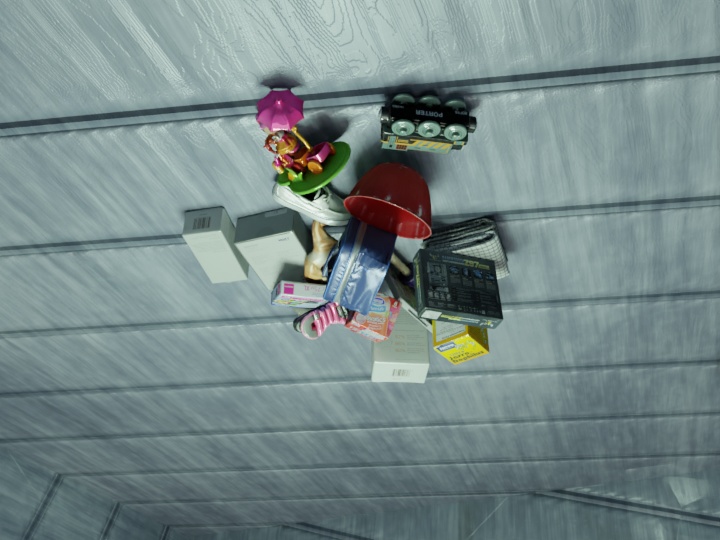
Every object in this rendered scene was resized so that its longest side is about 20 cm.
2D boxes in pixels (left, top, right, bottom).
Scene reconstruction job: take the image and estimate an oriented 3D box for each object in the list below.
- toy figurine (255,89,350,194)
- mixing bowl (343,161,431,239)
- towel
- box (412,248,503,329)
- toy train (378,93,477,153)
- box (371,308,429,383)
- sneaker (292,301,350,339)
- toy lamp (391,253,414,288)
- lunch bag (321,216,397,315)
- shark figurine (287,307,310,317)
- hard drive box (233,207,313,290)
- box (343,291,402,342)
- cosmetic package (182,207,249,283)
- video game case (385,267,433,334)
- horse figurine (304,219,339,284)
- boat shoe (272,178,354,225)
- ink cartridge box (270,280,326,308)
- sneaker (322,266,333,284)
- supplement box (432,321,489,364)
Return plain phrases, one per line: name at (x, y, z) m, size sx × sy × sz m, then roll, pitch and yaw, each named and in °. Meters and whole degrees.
toy figurine at (-0.143, -0.269, 1.388) m, size 0.197 × 0.152 × 0.185 m, roll 1°, pitch 138°, yaw 45°
mixing bowl at (0.072, -0.158, 1.489) m, size 0.195 × 0.111 × 0.201 m, roll 19°, pitch 166°, yaw 5°
towel at (0.250, -0.037, 1.700) m, size 0.195 × 0.087 × 0.166 m, roll -13°, pitch 143°, yaw 16°
box at (0.220, 0.041, 1.595) m, size 0.195 × 0.161 × 0.051 m, roll 9°, pitch 146°, yaw -17°
toy train at (0.127, -0.281, 1.377) m, size 0.194 × 0.087 × 0.114 m, roll 4°, pitch 156°, yaw -7°
box at (0.105, 0.190, 1.908) m, size 0.148 × 0.204 × 0.107 m, roll 3°, pitch 144°, yaw -2°
sneaker at (-0.095, 0.117, 1.847) m, size 0.197 × 0.081 × 0.094 m, roll -20°, pitch -170°, yaw -37°
toy lamp at (0.090, -0.019, 1.749) m, size 0.057 × 0.059 × 0.199 m, roll -22°, pitch 137°, yaw 29°
lunch bag at (-0.012, -0.008, 1.557) m, size 0.130 × 0.137 × 0.203 m, roll 22°, pitch 129°, yaw -2°
shark figurine at (-0.127, 0.122, 1.924) m, size 0.210 × 0.091 × 0.128 m, roll 20°, pitch 141°, yaw -21°
hard drive box at (-0.193, -0.049, 1.698) m, size 0.152 × 0.078 × 0.201 m, roll -10°, pitch 143°, yaw 14°
box at (0.029, 0.111, 1.732) m, size 0.101 × 0.096 × 0.200 m, roll 25°, pitch 170°, yaw -2°
cosmetic package at (-0.345, -0.057, 1.697) m, size 0.099 × 0.076 × 0.202 m, roll -5°, pitch 145°, yaw 9°
video game case at (0.125, 0.071, 1.801) m, size 0.018 × 0.145 × 0.200 m, roll -37°, pitch 133°, yaw 13°
horse figurine at (-0.082, -0.032, 1.648) m, size 0.130 × 0.050 × 0.202 m, roll 11°, pitch 123°, yaw -30°
boat shoe at (-0.096, -0.157, 1.551) m, size 0.195 × 0.075 × 0.065 m, roll 14°, pitch 147°, yaw -19°
ink cartridge box at (-0.156, 0.064, 1.734) m, size 0.116 × 0.043 × 0.200 m, roll 6°, pitch 170°, yaw -14°
sneaker at (-0.065, 0.036, 1.781) m, size 0.077 × 0.068 × 0.198 m, roll 23°, pitch 165°, yaw -31°
supplement box at (0.254, 0.118, 1.807) m, size 0.107 × 0.204 × 0.109 m, roll -24°, pitch 138°, yaw 32°
